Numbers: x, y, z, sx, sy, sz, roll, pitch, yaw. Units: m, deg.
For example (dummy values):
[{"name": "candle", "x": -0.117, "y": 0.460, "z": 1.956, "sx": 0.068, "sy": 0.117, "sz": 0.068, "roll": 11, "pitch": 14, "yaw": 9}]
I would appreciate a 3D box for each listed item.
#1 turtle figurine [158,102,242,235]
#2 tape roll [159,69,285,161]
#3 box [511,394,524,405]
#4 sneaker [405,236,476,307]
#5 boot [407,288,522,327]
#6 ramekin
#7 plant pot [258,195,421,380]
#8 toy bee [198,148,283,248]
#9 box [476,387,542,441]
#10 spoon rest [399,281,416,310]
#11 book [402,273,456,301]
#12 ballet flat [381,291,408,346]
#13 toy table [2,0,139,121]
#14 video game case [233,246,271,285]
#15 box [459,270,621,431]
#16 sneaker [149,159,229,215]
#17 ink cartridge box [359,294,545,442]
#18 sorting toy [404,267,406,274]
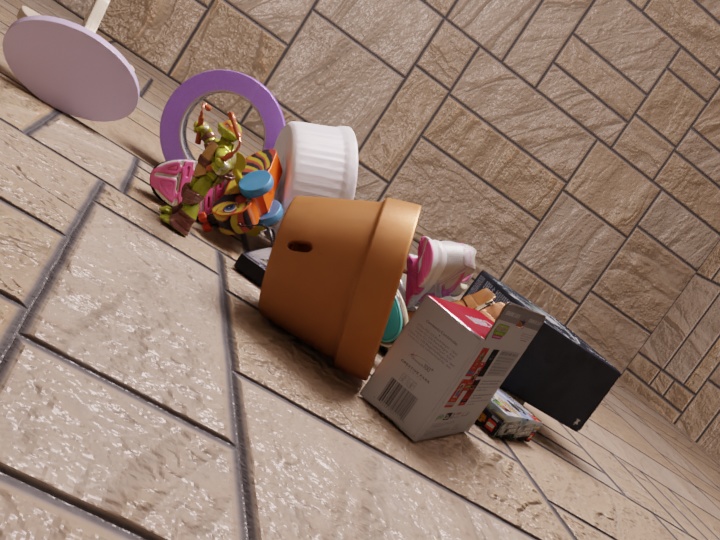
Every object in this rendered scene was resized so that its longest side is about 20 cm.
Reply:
[{"name": "turtle figurine", "x": -0.193, "y": -0.130, "z": 1.050, "sx": 0.064, "sy": 0.162, "sz": 0.200, "roll": 28, "pitch": 11, "yaw": -32}, {"name": "tape roll", "x": -0.219, "y": -0.219, "z": 1.336, "sx": 0.199, "sy": 0.201, "sz": 0.066, "roll": 33, "pitch": 8, "yaw": -11}, {"name": "box", "x": 0.188, "y": 0.160, "z": 1.369, "sx": 0.199, "sy": 0.042, "sz": 0.039, "roll": 37, "pitch": 8, "yaw": 8}, {"name": "sneaker", "x": 0.116, "y": 0.009, "z": 1.209, "sx": 0.087, "sy": 0.082, "sz": 0.200, "roll": 4, "pitch": -12, "yaw": -7}, {"name": "boot", "x": 0.112, "y": 0.069, "z": 1.138, "sx": 0.200, "sy": 0.154, "sz": 0.074, "roll": 47, "pitch": -9, "yaw": 39}, {"name": "ramekin", "x": -0.082, "y": -0.126, "z": 1.249, "sx": 0.097, "sy": 0.203, "sz": 0.201, "roll": 10, "pitch": 16, "yaw": -19}, {"name": "plant pot", "x": -0.027, "y": 0.005, "z": 0.919, "sx": 0.138, "sy": 0.202, "sz": 0.200, "roll": 17, "pitch": 8, "yaw": 1}, {"name": "toy bee", "x": -0.164, "y": -0.095, "z": 1.118, "sx": 0.107, "sy": 0.132, "sz": 0.200, "roll": -9, "pitch": 20, "yaw": 5}, {"name": "box", "x": 0.155, "y": 0.166, "z": 1.195, "sx": 0.200, "sy": 0.040, "sz": 0.136, "roll": 40, "pitch": 10, "yaw": 34}, {"name": "spoon rest", "x": 0.042, "y": 0.040, "z": 1.313, "sx": 0.200, "sy": 0.099, "sz": 0.061, "roll": 43, "pitch": -8, "yaw": 1}, {"name": "book", "x": 0.067, "y": 0.028, "z": 1.422, "sx": 0.198, "sy": 0.049, "sz": 0.133, "roll": 19, "pitch": -4, "yaw": 22}, {"name": "ballet flat", "x": 0.013, "y": 0.026, "z": 1.106, "sx": 0.069, "sy": 0.069, "sz": 0.201, "roll": 24, "pitch": 27, "yaw": -53}, {"name": "toy table", "x": -0.427, "y": -0.318, "z": 1.245, "sx": 0.200, "sy": 0.183, "sz": 0.118, "roll": 39, "pitch": 21, "yaw": -33}, {"name": "video game case", "x": -0.068, "y": 0.030, "z": 1.126, "sx": 0.180, "sy": 0.026, "sz": 0.200, "roll": 36, "pitch": 8, "yaw": 3}, {"name": "box", "x": 0.267, "y": 0.125, "z": 1.322, "sx": 0.199, "sy": 0.124, "sz": 0.197, "roll": 31, "pitch": 11, "yaw": -26}, {"name": "sneaker", "x": -0.231, "y": -0.119, "z": 1.179, "sx": 0.087, "sy": 0.075, "sz": 0.199, "roll": 13, "pitch": 8, "yaw": 34}, {"name": "ink cartridge box", "x": 0.113, "y": 0.094, "z": 0.943, "sx": 0.084, "sy": 0.176, "sz": 0.200, "roll": 37, "pitch": 8, "yaw": 23}, {"name": "sorting toy", "x": 0.007, "y": -0.033, "z": 1.454, "sx": 0.183, "sy": 0.037, "sz": 0.200, "roll": 23, "pitch": -9, "yaw": -1}]
